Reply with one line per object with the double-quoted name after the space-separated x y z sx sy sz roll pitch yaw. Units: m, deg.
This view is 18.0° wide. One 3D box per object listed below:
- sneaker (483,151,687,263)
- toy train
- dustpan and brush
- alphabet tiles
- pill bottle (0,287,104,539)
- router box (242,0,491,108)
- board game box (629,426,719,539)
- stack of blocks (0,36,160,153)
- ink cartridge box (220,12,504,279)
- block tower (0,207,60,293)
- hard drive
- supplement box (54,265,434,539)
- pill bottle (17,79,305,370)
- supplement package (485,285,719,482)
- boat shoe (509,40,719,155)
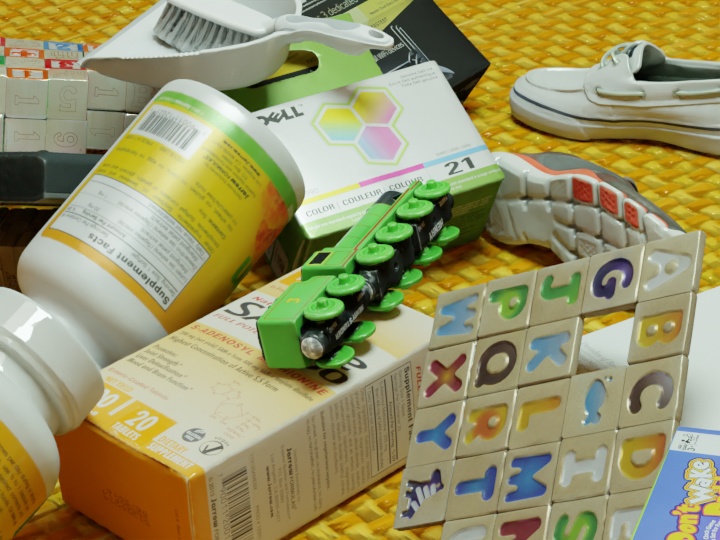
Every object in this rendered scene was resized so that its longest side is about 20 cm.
0.158 -0.040 1.452 0.081 0.078 0.200 -17 31 -33 "sneaker"
0.000 0.000 1.291 0.056 0.042 0.200 -2 24 26 "toy train"
-0.068 -0.155 1.470 0.199 0.058 0.140 20 39 21 "dustpan and brush"
0.084 0.084 1.086 0.166 0.008 0.201 -15 52 40 "alphabet tiles"
-0.224 0.106 1.153 0.112 0.113 0.200 18 56 36 "pill bottle"
-0.026 -0.154 1.624 0.157 0.052 0.200 49 48 11 "router box"
0.136 0.185 0.914 0.044 0.201 0.135 6 30 20 "board game box"
-0.212 -0.122 1.618 0.198 0.059 0.115 3 18 -11 "stack of blocks"
-0.020 -0.098 1.489 0.147 0.076 0.201 -18 63 -23 "ink cartridge box"
-0.183 -0.005 1.463 0.198 0.054 0.058 2 29 14 "block tower"
-0.193 -0.058 1.475 0.139 0.033 0.199 2 1 33 "hard drive"
-0.057 0.080 1.267 0.199 0.074 0.126 -28 36 -36 "supplement box"
-0.132 -0.005 1.345 0.111 0.111 0.200 22 65 40 "pill bottle"
0.179 0.093 1.160 0.199 0.118 0.117 -19 31 -22 "supplement package"
0.199 -0.133 1.616 0.198 0.067 0.074 9 31 24 "boat shoe"
